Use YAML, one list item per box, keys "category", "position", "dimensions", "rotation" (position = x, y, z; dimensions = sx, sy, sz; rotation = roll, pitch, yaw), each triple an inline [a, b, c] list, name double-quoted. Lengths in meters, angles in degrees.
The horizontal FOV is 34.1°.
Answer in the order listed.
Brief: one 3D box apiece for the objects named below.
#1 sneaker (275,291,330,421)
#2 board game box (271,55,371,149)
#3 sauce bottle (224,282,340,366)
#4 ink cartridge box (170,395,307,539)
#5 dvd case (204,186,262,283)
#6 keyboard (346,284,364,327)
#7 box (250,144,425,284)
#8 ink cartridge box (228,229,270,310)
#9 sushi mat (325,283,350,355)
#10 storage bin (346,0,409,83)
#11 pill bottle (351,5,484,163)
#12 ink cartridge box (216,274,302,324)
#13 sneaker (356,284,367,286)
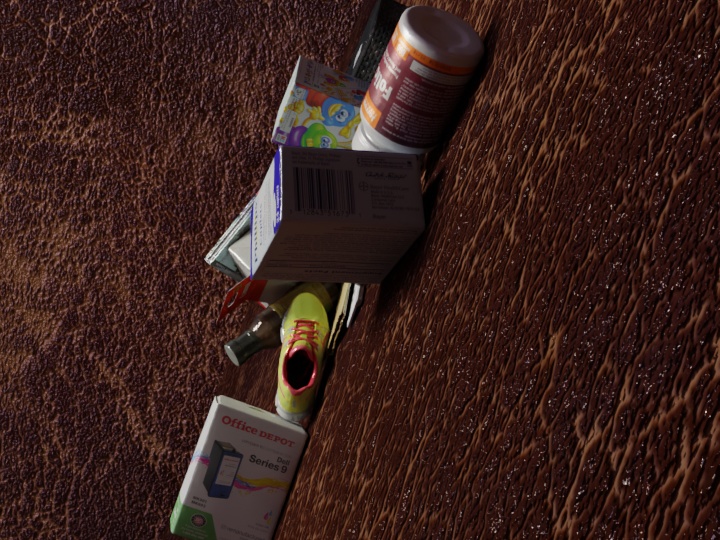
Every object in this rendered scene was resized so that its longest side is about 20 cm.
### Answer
- category: "sneaker"
  position: [-0.083, 0.118, 1.747]
  dimensions: [0.091, 0.077, 0.202]
  rotation: [100, 174, -62]
- category: "board game box"
  position: [-0.017, -0.215, 1.708]
  dimensions: [0.105, 0.198, 0.104]
  rotation: [-85, 18, -58]
- category: "sauce bottle"
  position: [-0.123, 0.079, 1.840]
  dimensions: [0.199, 0.065, 0.065]
  rotation: [-34, -3, -19]
- category: "ink cartridge box"
  position: [-0.178, 0.302, 1.714]
  dimensions: [0.087, 0.144, 0.202]
  rotation: [-175, 106, -80]
- category: "dvd case"
  position: [-0.159, -0.069, 1.978]
  dimensions: [0.200, 0.022, 0.146]
  rotation: [-49, -32, 2]
- category: "keyboard"
  position: [0.000, 0.000, 1.746]
  dimensions: [0.201, 0.011, 0.057]
  rotation: [-80, 13, -50]
- category: "box"
  position: [-0.035, -0.065, 1.478]
  dimensions: [0.200, 0.182, 0.106]
  rotation: [128, 141, -63]
- category: "ink cartridge box"
  position: [-0.136, -0.001, 1.993]
  dimensions: [0.116, 0.067, 0.201]
  rotation: [-42, -33, -13]
- category: "sushi mat"
  position: [-0.023, 0.028, 1.789]
  dimensions: [0.201, 0.012, 0.096]
  rotation: [-78, 5, -46]
- category: "storage bin"
  position: [0.036, -0.372, 2.108]
  dimensions: [0.136, 0.093, 0.201]
  rotation: [-80, 14, -49]
- category: "pill bottle"
  position: [0.067, -0.221, 1.485]
  dimensions: [0.115, 0.113, 0.201]
  rotation: [-80, 14, -52]
- category: "ink cartridge box"
  position: [-0.129, 0.019, 1.851]
  dimensions: [0.200, 0.050, 0.162]
  rotation: [-39, -7, -24]
- category: "sneaker"
  position: [-0.002, -0.056, 1.698]
  dimensions: [0.201, 0.076, 0.089]
  rotation: [-83, -5, -47]
